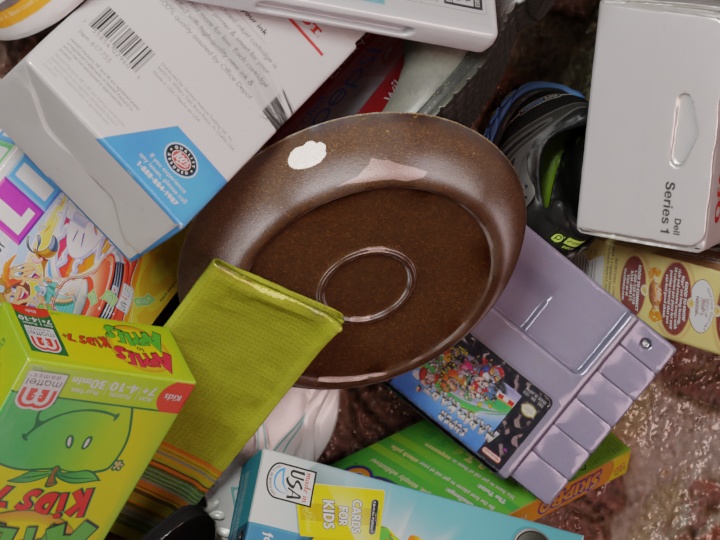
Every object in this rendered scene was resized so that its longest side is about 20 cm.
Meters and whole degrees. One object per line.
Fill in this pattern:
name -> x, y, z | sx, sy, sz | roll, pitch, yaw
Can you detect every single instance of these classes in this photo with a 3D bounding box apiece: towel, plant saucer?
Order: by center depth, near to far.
plant saucer -> 0.000, 0.000, 1.174 | 0.200, 0.032, 0.200 | -10, 135, -10
towel -> -0.096, 0.079, 1.181 | 0.086, 0.018, 0.200 | 23, 124, -25

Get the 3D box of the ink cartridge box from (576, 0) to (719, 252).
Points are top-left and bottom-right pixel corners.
ink cartridge box -> 0.209, -0.100, 1.332 | 0.200, 0.084, 0.145 | -20, 117, -64

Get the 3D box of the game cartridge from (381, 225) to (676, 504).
game cartridge -> 0.074, 0.034, 1.285 | 0.200, 0.038, 0.130 | 39, 88, -5

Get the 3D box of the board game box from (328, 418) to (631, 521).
board game box -> 0.063, 0.129, 1.334 | 0.200, 0.096, 0.030 | -21, 136, -30

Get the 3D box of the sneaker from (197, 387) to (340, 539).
sneaker -> -0.067, 0.139, 1.269 | 0.080, 0.070, 0.200 | 4, 93, -29

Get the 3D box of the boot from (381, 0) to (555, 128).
boot -> 0.027, -0.152, 1.201 | 0.200, 0.131, 0.068 | -55, 166, -13

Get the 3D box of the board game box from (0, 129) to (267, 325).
board game box -> -0.152, -0.028, 1.179 | 0.134, 0.034, 0.200 | 44, 76, -34

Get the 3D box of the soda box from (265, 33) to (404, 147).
soda box -> -0.010, -0.066, 1.247 | 0.063, 0.070, 0.200 | 45, 75, -31

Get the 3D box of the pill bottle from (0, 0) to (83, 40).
pill bottle -> -0.211, -0.213, 1.039 | 0.200, 0.116, 0.116 | 42, 77, -35

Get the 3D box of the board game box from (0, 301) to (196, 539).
board game box -> -0.179, 0.113, 1.136 | 0.102, 0.048, 0.200 | 10, 123, -37

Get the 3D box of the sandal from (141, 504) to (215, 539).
sandal -> -0.125, 0.225, 1.228 | 0.075, 0.045, 0.200 | 6, 112, -58

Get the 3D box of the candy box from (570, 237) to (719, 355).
candy box -> 0.222, 0.010, 1.351 | 0.115, 0.200, 0.055 | -4, 104, -34

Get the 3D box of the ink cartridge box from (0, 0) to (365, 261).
ink cartridge box -> -0.086, -0.115, 1.122 | 0.116, 0.068, 0.200 | 48, 56, -9

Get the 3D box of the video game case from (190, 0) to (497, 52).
video game case -> -0.018, -0.220, 1.143 | 0.182, 0.024, 0.200 | 7, 63, -22

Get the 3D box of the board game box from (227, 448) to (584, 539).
board game box -> 0.018, 0.200, 1.207 | 0.200, 0.047, 0.151 | 16, 68, -14

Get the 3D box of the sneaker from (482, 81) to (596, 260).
sneaker -> 0.100, -0.019, 1.329 | 0.071, 0.083, 0.200 | 16, 93, -41
